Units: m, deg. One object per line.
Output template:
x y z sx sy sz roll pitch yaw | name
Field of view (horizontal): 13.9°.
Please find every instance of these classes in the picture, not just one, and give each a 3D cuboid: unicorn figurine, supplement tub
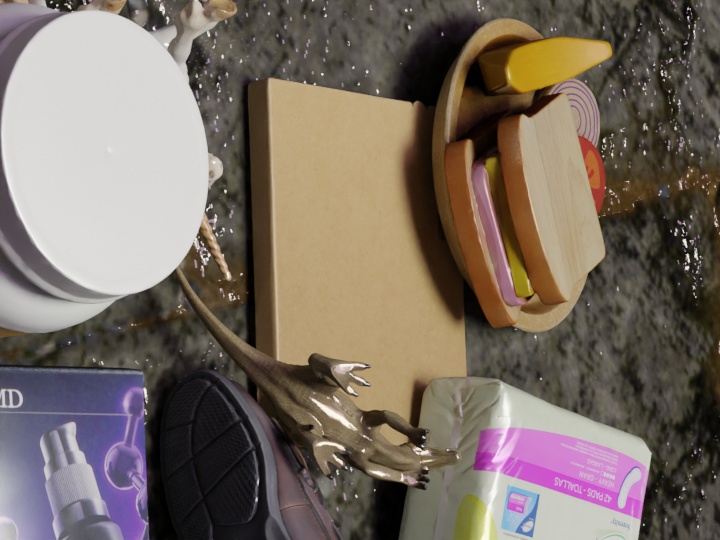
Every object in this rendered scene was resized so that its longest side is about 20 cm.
-0.119 -0.097 1.470 0.200 0.137 0.074 22 39 -23 | unicorn figurine
-0.180 -0.039 1.310 0.145 0.200 0.145 9 77 -48 | supplement tub

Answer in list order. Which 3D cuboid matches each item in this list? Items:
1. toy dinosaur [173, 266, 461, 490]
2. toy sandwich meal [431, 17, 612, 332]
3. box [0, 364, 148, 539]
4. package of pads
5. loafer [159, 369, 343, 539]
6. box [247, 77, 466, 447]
-0.027 0.068 1.525 0.200 0.101 0.058 36 83 -21 | toy dinosaur
0.108 -0.057 1.720 0.205 0.070 0.206 16 71 -57 | toy sandwich meal
-0.182 0.143 1.340 0.148 0.104 0.200 2 83 -40 | box
0.087 0.174 1.669 0.154 0.068 0.200 23 74 -48 | package of pads
-0.042 0.141 1.499 0.063 0.072 0.200 17 39 -50 | loafer
0.000 0.000 1.646 0.163 0.021 0.200 6 79 -48 | box
